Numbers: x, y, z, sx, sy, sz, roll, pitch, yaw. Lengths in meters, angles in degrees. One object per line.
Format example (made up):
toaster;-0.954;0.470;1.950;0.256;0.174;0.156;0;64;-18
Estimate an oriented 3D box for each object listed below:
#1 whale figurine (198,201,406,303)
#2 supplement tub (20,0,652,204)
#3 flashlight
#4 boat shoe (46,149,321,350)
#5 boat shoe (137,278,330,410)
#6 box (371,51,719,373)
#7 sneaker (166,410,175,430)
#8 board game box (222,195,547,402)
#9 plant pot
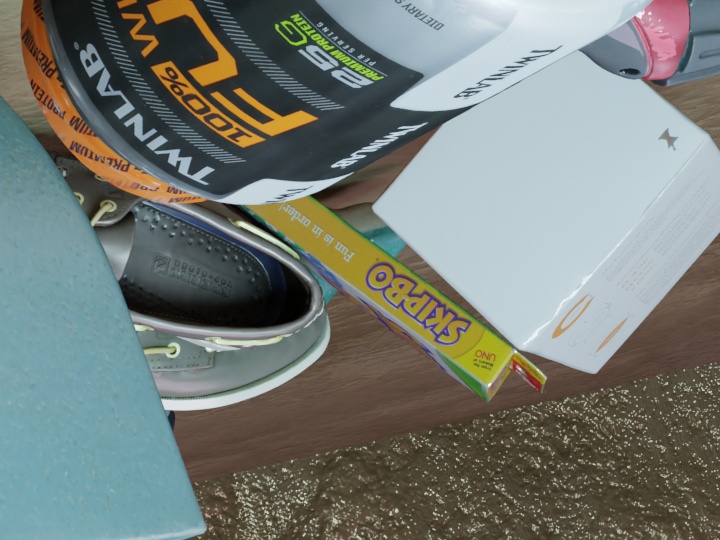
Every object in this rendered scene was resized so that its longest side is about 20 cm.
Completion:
whale figurine;-0.061;0.012;1.318;0.199;0.105;0.159;-7;169;-40
supplement tub;-0.010;-0.091;0.675;0.122;0.124;0.200;-8;169;-35
flashlight;0.053;-0.094;0.953;0.198;0.068;0.068;-12;174;-19
boat shoe;-0.110;-0.010;1.067;0.199;0.072;0.059;19;169;-29
boat shoe;-0.106;0.023;1.140;0.200;0.072;0.061;-6;137;-18
box;0.100;-0.033;1.152;0.125;0.097;0.200;-49;166;5
sneaker;-0.169;0.058;1.425;0.070;0.109;0.200;-17;171;19
board game box;0.000;0.000;1.125;0.030;0.199;0.096;-55;173;-4
plant pot;-0.197;0.020;0.828;0.195;0.202;0.196;-17;171;23
